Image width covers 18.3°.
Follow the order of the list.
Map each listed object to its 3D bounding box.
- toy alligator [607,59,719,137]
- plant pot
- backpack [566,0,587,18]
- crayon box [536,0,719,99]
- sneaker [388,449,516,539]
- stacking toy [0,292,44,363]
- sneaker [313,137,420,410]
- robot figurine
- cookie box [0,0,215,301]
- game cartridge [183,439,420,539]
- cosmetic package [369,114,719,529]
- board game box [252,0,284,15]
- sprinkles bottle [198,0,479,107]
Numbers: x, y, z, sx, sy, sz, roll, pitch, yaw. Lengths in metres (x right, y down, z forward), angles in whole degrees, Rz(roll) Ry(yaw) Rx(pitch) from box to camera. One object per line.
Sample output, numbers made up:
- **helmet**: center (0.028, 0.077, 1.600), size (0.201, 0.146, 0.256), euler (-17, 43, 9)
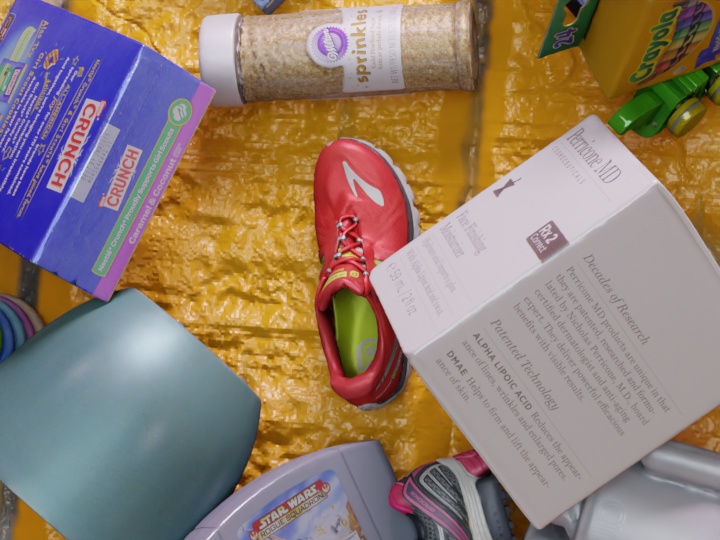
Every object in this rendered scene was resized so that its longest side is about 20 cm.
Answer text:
- **toy alligator**: center (0.247, -0.146, 1.598), size (0.200, 0.054, 0.059), euler (-38, 75, -23)
- **plant pot**: center (-0.167, 0.110, 1.573), size (0.201, 0.201, 0.161), euler (40, 83, 9)
- **backpack**: center (0.192, -0.290, 1.572), size (0.200, 0.147, 0.183), euler (-41, 84, 1)
- **crayon box**: center (0.229, -0.185, 1.513), size (0.200, 0.126, 0.052), euler (-18, 67, -16)
- **sneaker**: center (0.079, 0.231, 1.574), size (0.075, 0.081, 0.200), euler (-16, 83, -11)
- **stacking toy**: center (-0.288, 0.052, 1.586), size (0.085, 0.200, 0.085), euler (-1, 86, 8)
- **sneaker**: center (0.000, 0.000, 1.602), size (0.077, 0.085, 0.200), euler (-9, 84, 18)
- **robot figurine**: center (0.216, 0.189, 1.548), size (0.200, 0.113, 0.170), euler (15, 129, 9)
- **cookie box**: center (-0.213, -0.092, 1.595), size (0.200, 0.075, 0.171), euler (28, 90, 52)
- **game cartridge**: center (-0.041, 0.204, 1.553), size (0.200, 0.042, 0.133), euler (-31, 104, -36)
- **cosmetic package**: center (0.141, 0.031, 1.517), size (0.200, 0.165, 0.165), euler (-36, 112, 4)
- **board game box**: center (-0.046, -0.307, 1.662), size (0.200, 0.034, 0.135), euler (-45, 81, 3)
- **sprinkles bottle**: center (-0.015, -0.158, 1.631), size (0.200, 0.068, 0.068), euler (-3, 85, 7)
